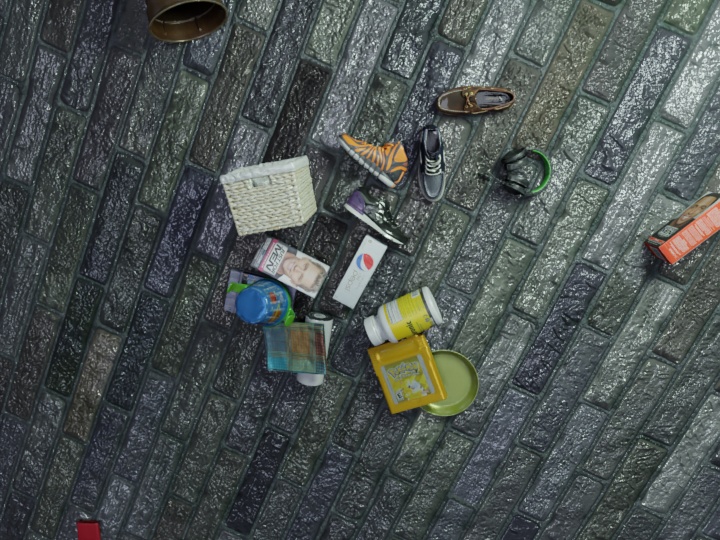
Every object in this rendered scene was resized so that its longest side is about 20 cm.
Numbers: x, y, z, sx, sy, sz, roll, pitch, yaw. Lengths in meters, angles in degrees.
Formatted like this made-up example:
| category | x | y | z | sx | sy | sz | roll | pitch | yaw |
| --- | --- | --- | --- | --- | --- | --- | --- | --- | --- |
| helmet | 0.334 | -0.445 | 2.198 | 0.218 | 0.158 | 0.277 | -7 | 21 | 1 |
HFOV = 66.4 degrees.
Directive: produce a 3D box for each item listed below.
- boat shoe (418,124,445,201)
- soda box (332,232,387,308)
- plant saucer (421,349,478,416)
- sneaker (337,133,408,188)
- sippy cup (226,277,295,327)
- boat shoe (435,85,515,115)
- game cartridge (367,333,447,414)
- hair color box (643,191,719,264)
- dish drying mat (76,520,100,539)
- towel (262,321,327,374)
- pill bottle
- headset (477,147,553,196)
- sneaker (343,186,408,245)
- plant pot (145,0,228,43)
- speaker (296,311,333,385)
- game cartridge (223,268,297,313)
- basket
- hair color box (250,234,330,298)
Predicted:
| category | x | y | z | sx | sy | sz | roll | pitch | yaw |
| --- | --- | --- | --- | --- | --- | --- | --- | --- | --- |
| boat shoe | 0.183 | -0.277 | 1.427 | 0.074 | 0.093 | 0.202 | -6 | 101 | 7 |
| soda box | 0.000 | 0.000 | 1.521 | 0.068 | 0.064 | 0.201 | 28 | 104 | -1 |
| plant saucer | 0.238 | 0.319 | 1.580 | 0.198 | 0.031 | 0.202 | 1 | 103 | 6 |
| sneaker | 0.042 | -0.319 | 1.450 | 0.199 | 0.078 | 0.112 | 36 | 99 | -13 |
| sippy cup | -0.272 | 0.090 | 1.490 | 0.176 | 0.130 | 0.141 | -8 | 88 | 12 |
| boat shoe | 0.291 | -0.435 | 1.395 | 0.198 | 0.070 | 0.071 | -4 | 103 | 8 |
| game cartridge | 0.131 | 0.290 | 1.557 | 0.175 | 0.032 | 0.201 | -21 | 92 | 21 |
| hair color box | 0.835 | -0.109 | 1.390 | 0.200 | 0.102 | 0.061 | -40 | 95 | 11 |
| dish drying mat | -0.901 | 0.928 | 1.837 | 0.076 | 0.018 | 0.202 | 1 | 101 | 5 |
| towel | -0.185 | 0.216 | 1.543 | 0.199 | 0.022 | 0.148 | 0 | 98 | 27 |
| pill bottle | 0.115 | 0.132 | 1.512 | 0.199 | 0.111 | 0.112 | -24 | 99 | 11 |
| headset | 0.400 | -0.250 | 1.409 | 0.198 | 0.094 | 0.125 | -5 | 101 | -5 |
| sneaker | 0.057 | -0.149 | 1.480 | 0.199 | 0.076 | 0.088 | 35 | 97 | -2 |
| plant pot | -0.455 | -0.708 | 1.361 | 0.199 | 0.200 | 0.200 | -18 | 92 | 9 |
| speaker | -0.132 | 0.224 | 1.574 | 0.081 | 0.081 | 0.202 | 10 | 103 | 4 |
| game cartridge | -0.288 | 0.076 | 1.584 | 0.198 | 0.038 | 0.131 | 14 | 107 | 3 |
| basket | -0.231 | -0.200 | 1.438 | 0.197 | 0.200 | 0.162 | -9 | 107 | 8 |
| hair color box | -0.193 | -0.011 | 1.528 | 0.199 | 0.061 | 0.101 | 26 | 87 | 0 |
